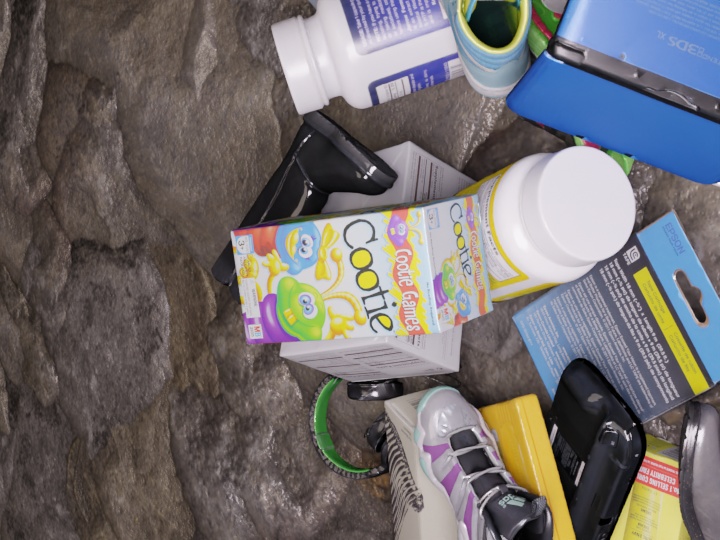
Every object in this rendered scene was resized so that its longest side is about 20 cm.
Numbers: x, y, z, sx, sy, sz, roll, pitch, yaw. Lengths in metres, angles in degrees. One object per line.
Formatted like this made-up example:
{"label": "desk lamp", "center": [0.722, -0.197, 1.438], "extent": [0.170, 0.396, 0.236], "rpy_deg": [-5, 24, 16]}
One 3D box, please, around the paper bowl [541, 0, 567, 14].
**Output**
{"label": "paper bowl", "center": [0.228, -0.271, 0.906], "extent": [0.200, 0.199, 0.106], "rpy_deg": [-37, 70, 40]}

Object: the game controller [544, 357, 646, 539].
{"label": "game controller", "center": [0.196, 0.169, 1.005], "extent": [0.202, 0.041, 0.105], "rpy_deg": [97, 156, -45]}

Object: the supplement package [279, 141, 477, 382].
{"label": "supplement package", "center": [0.019, -0.002, 1.157], "extent": [0.154, 0.110, 0.203], "rpy_deg": [-11, 64, 44]}

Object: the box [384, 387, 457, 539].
{"label": "box", "center": [0.073, 0.227, 1.153], "extent": [0.082, 0.067, 0.203], "rpy_deg": [-143, 45, -63]}

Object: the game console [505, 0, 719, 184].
{"label": "game console", "center": [0.236, -0.166, 0.881], "extent": [0.118, 0.197, 0.173], "rpy_deg": [-100, 30, -75]}

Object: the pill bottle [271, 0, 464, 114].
{"label": "pill bottle", "center": [0.020, -0.226, 1.107], "extent": [0.197, 0.120, 0.122], "rpy_deg": [-18, 79, 1]}

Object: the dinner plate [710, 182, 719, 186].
{"label": "dinner plate", "center": [0.310, -0.155, 0.908], "extent": [0.197, 0.024, 0.203], "rpy_deg": [17, 131, 21]}

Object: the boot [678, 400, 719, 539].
{"label": "boot", "center": [0.326, 0.197, 0.924], "extent": [0.129, 0.070, 0.203], "rpy_deg": [-4, 108, 20]}

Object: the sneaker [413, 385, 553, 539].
{"label": "sneaker", "center": [0.120, 0.192, 0.999], "extent": [0.203, 0.077, 0.140], "rpy_deg": [68, 159, 4]}

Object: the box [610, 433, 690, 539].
{"label": "box", "center": [0.261, 0.256, 1.027], "extent": [0.075, 0.050, 0.204], "rpy_deg": [18, 106, 43]}

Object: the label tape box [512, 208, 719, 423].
{"label": "label tape box", "center": [0.247, 0.056, 1.012], "extent": [0.199, 0.063, 0.146], "rpy_deg": [-38, 70, 40]}

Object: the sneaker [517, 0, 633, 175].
{"label": "sneaker", "center": [0.189, -0.158, 1.057], "extent": [0.202, 0.076, 0.084], "rpy_deg": [67, 153, 17]}

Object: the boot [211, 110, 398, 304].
{"label": "boot", "center": [-0.059, -0.043, 1.125], "extent": [0.201, 0.065, 0.165], "rpy_deg": [-56, 33, 8]}

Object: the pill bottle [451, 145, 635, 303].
{"label": "pill bottle", "center": [0.150, -0.039, 1.021], "extent": [0.200, 0.113, 0.116], "rpy_deg": [157, 103, -67]}

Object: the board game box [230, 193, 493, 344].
{"label": "board game box", "center": [0.000, 0.000, 0.994], "extent": [0.197, 0.103, 0.107], "rpy_deg": [-6, 95, 33]}

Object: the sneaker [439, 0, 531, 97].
{"label": "sneaker", "center": [0.097, -0.259, 0.979], "extent": [0.078, 0.131, 0.203], "rpy_deg": [-23, 81, 2]}

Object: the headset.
{"label": "headset", "center": [0.022, 0.145, 1.223], "extent": [0.199, 0.094, 0.125], "rpy_deg": [-33, 71, 24]}

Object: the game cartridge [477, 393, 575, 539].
{"label": "game cartridge", "center": [0.141, 0.217, 1.093], "extent": [0.200, 0.032, 0.179], "rpy_deg": [136, 121, -72]}

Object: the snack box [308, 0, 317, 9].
{"label": "snack box", "center": [-0.002, -0.358, 1.219], "extent": [0.201, 0.067, 0.170], "rpy_deg": [54, 128, 29]}
